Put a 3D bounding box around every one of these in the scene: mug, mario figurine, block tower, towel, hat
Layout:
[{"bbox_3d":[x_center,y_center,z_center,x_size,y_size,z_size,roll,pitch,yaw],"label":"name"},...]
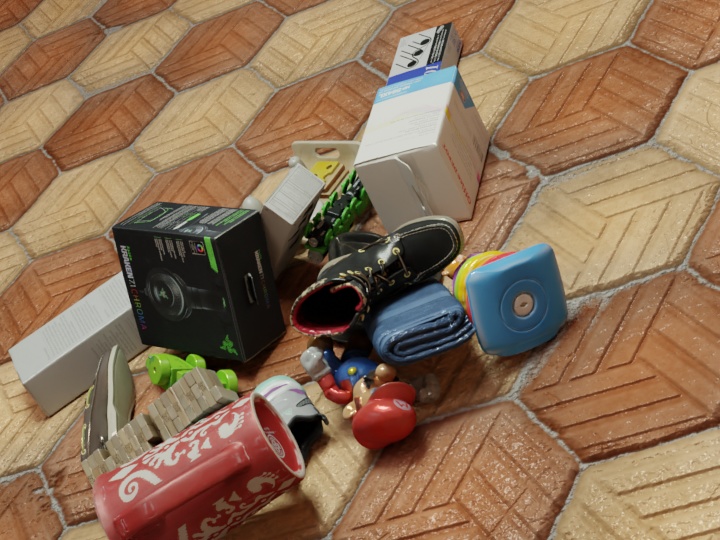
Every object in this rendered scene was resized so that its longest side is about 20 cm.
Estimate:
[{"bbox_3d":[-0.166,0.236,1.470,0.199,0.134,0.178,-32,21,8],"label":"mug"},{"bbox_3d":[0.011,0.116,1.577,0.123,0.107,0.200,-32,32,-8],"label":"mario figurine"},{"bbox_3d":[-0.238,0.193,1.655,0.199,0.054,0.058,-38,67,11],"label":"block tower"},{"bbox_3d":[0.062,0.061,1.595,0.110,0.049,0.200,-20,13,-2],"label":"towel"},{"bbox_3d":[0.000,0.000,1.756,0.199,0.081,0.202,-21,35,15],"label":"hat"}]

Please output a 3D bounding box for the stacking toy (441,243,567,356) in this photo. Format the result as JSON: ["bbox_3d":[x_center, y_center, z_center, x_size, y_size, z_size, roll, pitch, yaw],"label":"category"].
[{"bbox_3d":[0.145,0.017,1.622,0.115,0.111,0.200,-21,19,-16],"label":"stacking toy"}]

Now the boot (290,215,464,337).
[{"bbox_3d":[0.017,0.008,1.602,0.198,0.074,0.151,-19,11,24],"label":"boot"}]

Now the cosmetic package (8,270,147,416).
[{"bbox_3d":[-0.378,0.099,1.922,0.199,0.072,0.101,-35,34,-7],"label":"cosmetic package"}]

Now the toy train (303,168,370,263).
[{"bbox_3d":[-0.028,-0.073,1.865,0.041,0.057,0.200,18,36,13],"label":"toy train"}]

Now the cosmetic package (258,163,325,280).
[{"bbox_3d":[-0.105,-0.050,1.822,0.083,0.050,0.200,-51,-6,-30],"label":"cosmetic package"}]

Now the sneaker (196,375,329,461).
[{"bbox_3d":[-0.125,0.211,1.580,0.199,0.078,0.140,-39,35,-11],"label":"sneaker"}]

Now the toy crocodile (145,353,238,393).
[{"bbox_3d":[-0.214,0.146,1.753,0.067,0.063,0.199,0,13,-38],"label":"toy crocodile"}]

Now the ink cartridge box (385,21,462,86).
[{"bbox_3d":[0.093,-0.294,2.104,0.093,0.044,0.201,-14,37,26],"label":"ink cartridge box"}]

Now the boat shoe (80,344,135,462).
[{"bbox_3d":[-0.327,0.176,1.788,0.059,0.072,0.201,-20,40,8],"label":"boat shoe"}]

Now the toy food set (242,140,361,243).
[{"bbox_3d":[-0.096,-0.117,2.000,0.142,0.061,0.201,4,47,40],"label":"toy food set"}]

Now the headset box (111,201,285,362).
[{"bbox_3d":[-0.201,0.013,1.785,0.198,0.176,0.093,7,29,36],"label":"headset box"}]

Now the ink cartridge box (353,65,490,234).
[{"bbox_3d":[0.081,-0.151,1.849,0.124,0.129,0.201,-12,37,26],"label":"ink cartridge box"}]
